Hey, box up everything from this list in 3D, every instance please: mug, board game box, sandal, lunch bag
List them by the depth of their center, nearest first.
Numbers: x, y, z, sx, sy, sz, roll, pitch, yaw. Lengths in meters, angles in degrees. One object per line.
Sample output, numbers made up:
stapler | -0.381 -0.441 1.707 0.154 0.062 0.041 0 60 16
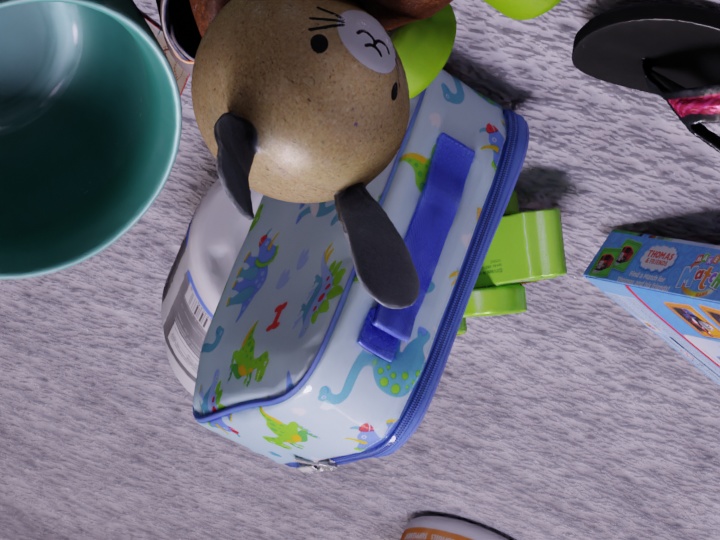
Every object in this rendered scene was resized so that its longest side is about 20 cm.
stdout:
sandal | 0.187 -0.071 1.254 0.200 0.045 0.075 18 161 11
mug | -0.162 -0.099 1.360 0.152 0.185 0.114 46 -174 -36
lunch bag | 0.000 0.000 1.407 0.082 0.200 0.161 28 159 -20
board game box | 0.223 0.041 1.447 0.151 0.037 0.200 38 170 -24

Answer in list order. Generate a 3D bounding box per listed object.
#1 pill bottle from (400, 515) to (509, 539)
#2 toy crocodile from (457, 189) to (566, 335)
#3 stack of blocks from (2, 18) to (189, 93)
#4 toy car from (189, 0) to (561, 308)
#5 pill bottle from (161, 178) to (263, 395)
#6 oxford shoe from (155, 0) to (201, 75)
pill bottle | 0.055 0.297 2.146 0.112 0.200 0.112 19 161 7
toy crocodile | 0.063 -0.003 1.541 0.062 0.068 0.200 -5 172 -25
stack of blocks | -0.199 -0.134 1.473 0.115 0.059 0.200 -1 151 48
toy car | -0.011 -0.088 1.140 0.164 0.200 0.158 30 136 -31
pill bottle | -0.056 0.015 1.638 0.114 0.114 0.200 23 161 -4
oxford shoe | -0.075 -0.125 1.343 0.071 0.073 0.200 20 161 1
